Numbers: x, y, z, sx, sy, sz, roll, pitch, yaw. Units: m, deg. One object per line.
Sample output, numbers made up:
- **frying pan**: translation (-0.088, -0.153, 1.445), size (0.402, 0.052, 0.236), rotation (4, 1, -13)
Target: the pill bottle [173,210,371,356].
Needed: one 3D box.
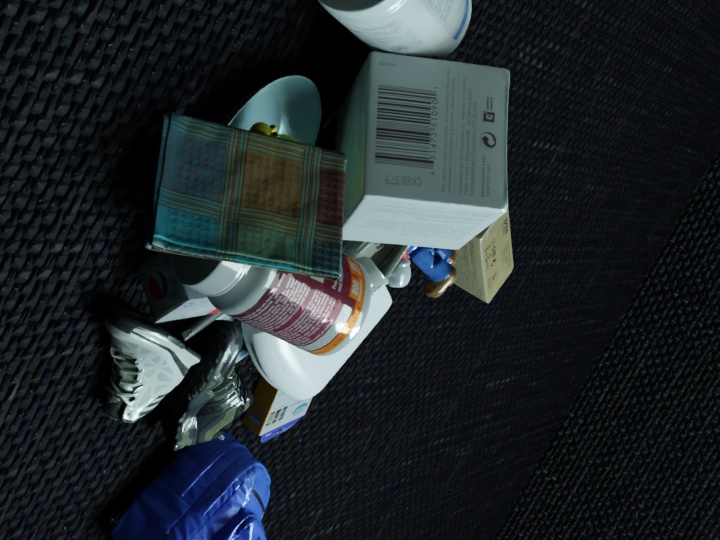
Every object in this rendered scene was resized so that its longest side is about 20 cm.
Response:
- **pill bottle**: translation (-0.092, 0.006, 1.384), size (0.199, 0.114, 0.115), rotation (28, 97, -40)

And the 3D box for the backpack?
- **backpack**: translation (-0.200, 0.322, 1.719), size (0.201, 0.167, 0.163), rotation (-51, 164, -20)

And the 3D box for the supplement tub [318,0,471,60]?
- **supplement tub**: translation (0.033, -0.303, 1.399), size (0.133, 0.131, 0.200), rotation (-57, 157, 3)

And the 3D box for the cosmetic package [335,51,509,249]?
- **cosmetic package**: translation (0.065, -0.129, 1.498), size (0.200, 0.162, 0.168), rotation (136, -42, -75)

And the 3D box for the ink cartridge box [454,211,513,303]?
- **ink cartridge box**: translation (0.131, -0.060, 1.872), size (0.075, 0.164, 0.201), rotation (-50, 157, -16)

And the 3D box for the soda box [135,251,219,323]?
- **soda box**: translation (-0.151, 0.006, 1.463), size (0.063, 0.069, 0.199), rotation (-30, 167, 36)

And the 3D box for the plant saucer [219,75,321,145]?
- **plant saucer**: translation (-0.120, -0.130, 1.438), size (0.201, 0.038, 0.202), rotation (-44, 155, -26)

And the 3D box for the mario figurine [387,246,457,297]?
- **mario figurine**: translation (0.034, -0.048, 1.721), size (0.200, 0.123, 0.106), rotation (43, 82, -23)

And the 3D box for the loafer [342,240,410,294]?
- **loafer**: translation (0.000, 0.000, 1.599), size (0.070, 0.069, 0.201), rotation (43, 76, -36)

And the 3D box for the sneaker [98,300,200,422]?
- **sneaker**: translation (-0.249, 0.112, 1.450), size (0.116, 0.075, 0.201), rotation (-55, 160, -7)

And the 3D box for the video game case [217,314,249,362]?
- **video game case**: translation (-0.126, 0.029, 1.660), size (0.199, 0.022, 0.184), rotation (-35, 149, -43)

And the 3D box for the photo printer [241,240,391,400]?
- **photo printer**: translation (-0.059, 0.057, 1.672), size (0.200, 0.069, 0.167), rotation (-49, 139, -18)

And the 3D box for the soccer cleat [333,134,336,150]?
- **soccer cleat**: translation (-0.013, -0.104, 1.614), size (0.202, 0.077, 0.069), rotation (-60, 149, -10)

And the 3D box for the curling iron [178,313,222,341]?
- **curling iron**: translation (-0.135, 0.028, 1.553), size (0.199, 0.050, 0.026), rotation (-31, 154, -34)

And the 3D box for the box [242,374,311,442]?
- **box**: translation (-0.096, 0.147, 1.856), size (0.119, 0.041, 0.202), rotation (-17, 138, -57)

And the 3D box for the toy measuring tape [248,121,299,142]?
- **toy measuring tape**: translation (-0.081, -0.082, 1.413), size (0.074, 0.073, 0.202), rotation (-44, 143, -26)

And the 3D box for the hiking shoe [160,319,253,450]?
- **hiking shoe**: translation (-0.175, 0.134, 1.606), size (0.100, 0.076, 0.201), rotation (-3, 136, -38)

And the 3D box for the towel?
- **towel**: translation (-0.109, -0.073, 1.298), size (0.022, 0.197, 0.149), rotation (133, -36, -60)
